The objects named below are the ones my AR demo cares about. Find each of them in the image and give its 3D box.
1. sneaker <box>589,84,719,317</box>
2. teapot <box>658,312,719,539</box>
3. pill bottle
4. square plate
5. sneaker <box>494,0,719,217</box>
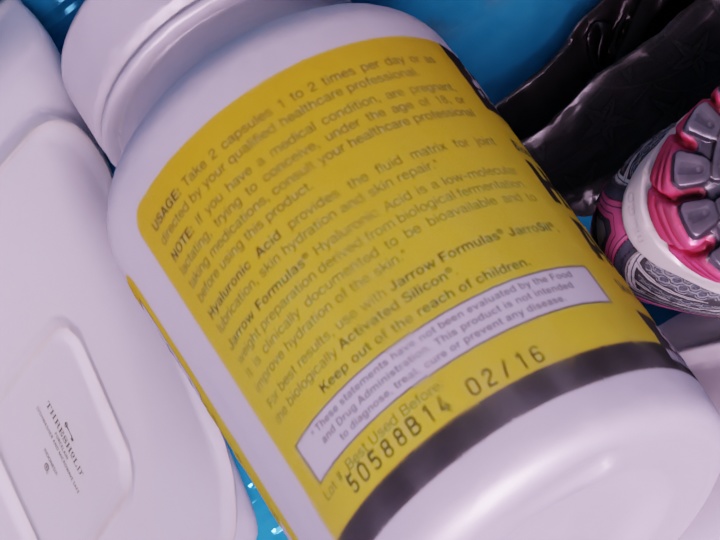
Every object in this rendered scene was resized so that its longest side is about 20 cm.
[{"bbox_3d":[0.157,-0.028,0.805,0.199,0.075,0.081,-3,80,-23],"label":"sneaker"},{"bbox_3d":[0.138,0.063,0.856,0.199,0.197,0.147,0,76,-33],"label":"teapot"},{"bbox_3d":[0.000,0.000,0.784,0.111,0.200,0.112,-27,152,-16],"label":"pill bottle"},{"bbox_3d":[-0.092,0.053,0.808,0.028,0.198,0.201,-9,117,26],"label":"square plate"},{"bbox_3d":[0.131,-0.084,0.836,0.104,0.060,0.200,31,111,-21],"label":"sneaker"}]
